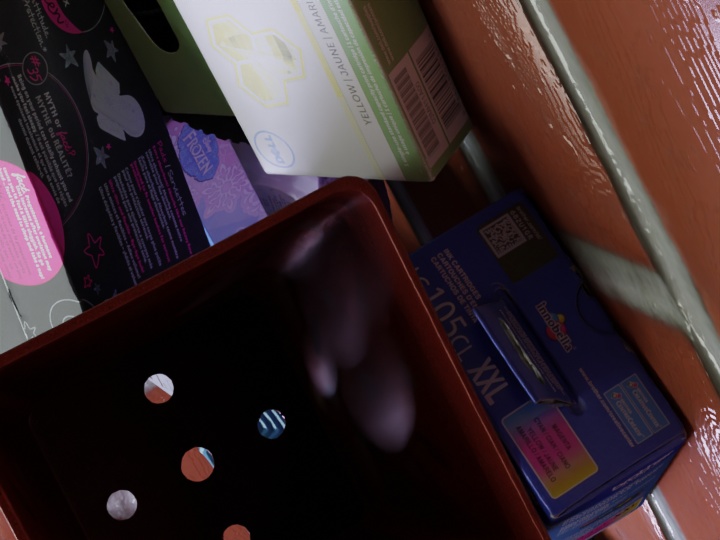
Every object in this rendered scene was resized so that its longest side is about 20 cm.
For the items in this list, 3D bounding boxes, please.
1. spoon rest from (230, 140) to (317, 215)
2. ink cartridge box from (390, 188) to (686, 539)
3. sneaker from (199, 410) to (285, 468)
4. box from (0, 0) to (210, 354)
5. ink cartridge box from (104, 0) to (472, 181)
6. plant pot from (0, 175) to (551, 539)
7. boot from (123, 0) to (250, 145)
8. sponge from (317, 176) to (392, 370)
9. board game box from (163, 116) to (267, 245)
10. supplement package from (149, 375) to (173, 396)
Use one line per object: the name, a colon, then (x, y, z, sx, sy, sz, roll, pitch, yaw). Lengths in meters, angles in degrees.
spoon rest: (-0.044, -0.082, 1.293, 0.099, 0.061, 0.200, 15, 156, 15)
ink cartridge box: (0.077, 0.051, 1.036, 0.137, 0.076, 0.200, 56, 170, 13)
sneaker: (0.010, 0.097, 1.232, 0.081, 0.199, 0.077, 34, -118, -86)
box: (-0.181, -0.065, 1.130, 0.132, 0.115, 0.200, -6, 112, 33)
ink cartridge box: (-0.060, -0.112, 1.028, 0.200, 0.048, 0.146, 4, 134, 39)
plant pot: (-0.060, 0.093, 1.016, 0.200, 0.200, 0.176, 63, 166, -5)
boot: (-0.077, -0.157, 1.128, 0.198, 0.073, 0.163, 17, 125, 19)
sponge: (0.000, 0.000, 1.195, 0.200, 0.030, 0.112, 39, -133, -84)
board game box: (-0.140, -0.084, 1.317, 0.199, 0.043, 0.200, 36, 164, 31)
supplement package: (-0.067, 0.045, 1.512, 0.200, 0.117, 0.117, 34, 163, 19)
